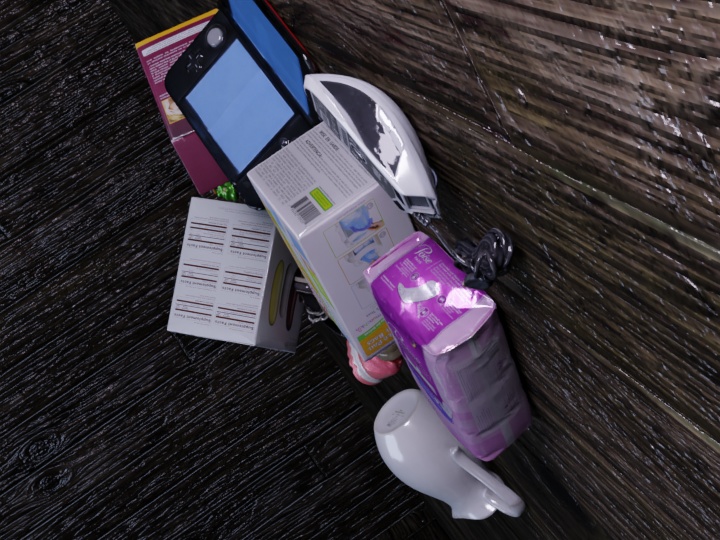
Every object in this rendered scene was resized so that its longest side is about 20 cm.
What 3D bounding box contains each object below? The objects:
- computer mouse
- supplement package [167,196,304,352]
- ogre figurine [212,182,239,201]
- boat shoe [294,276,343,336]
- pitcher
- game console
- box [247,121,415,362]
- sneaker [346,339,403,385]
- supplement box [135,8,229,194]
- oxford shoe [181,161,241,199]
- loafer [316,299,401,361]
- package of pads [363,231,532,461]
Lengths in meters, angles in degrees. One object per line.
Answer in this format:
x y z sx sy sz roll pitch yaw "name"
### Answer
0.036 -0.072 0.768 0.200 0.044 0.110 50 177 6 "computer mouse"
-0.175 0.011 1.665 0.146 0.202 0.191 9 176 16 "supplement package"
-0.131 -0.128 1.419 0.119 0.099 0.200 19 178 12 "ogre figurine"
-0.050 0.058 1.707 0.072 0.063 0.200 11 170 24 "boat shoe"
0.123 0.257 1.477 0.200 0.121 0.171 48 156 -21 "pitcher"
-0.123 -0.188 1.053 0.200 0.172 0.118 54 -160 24 "game console"
-0.009 -0.026 1.036 0.113 0.101 0.201 50 171 42 "box"
0.008 0.068 1.614 0.087 0.074 0.201 -20 96 49 "sneaker"
-0.172 -0.195 1.236 0.086 0.110 0.201 69 176 -47 "supplement box"
-0.175 -0.136 1.634 0.199 0.073 0.072 36 -148 -19 "oxford shoe"
-0.002 0.045 1.491 0.200 0.076 0.068 36 161 43 "loafer"
0.082 0.071 0.963 0.121 0.075 0.200 47 169 39 "package of pads"
